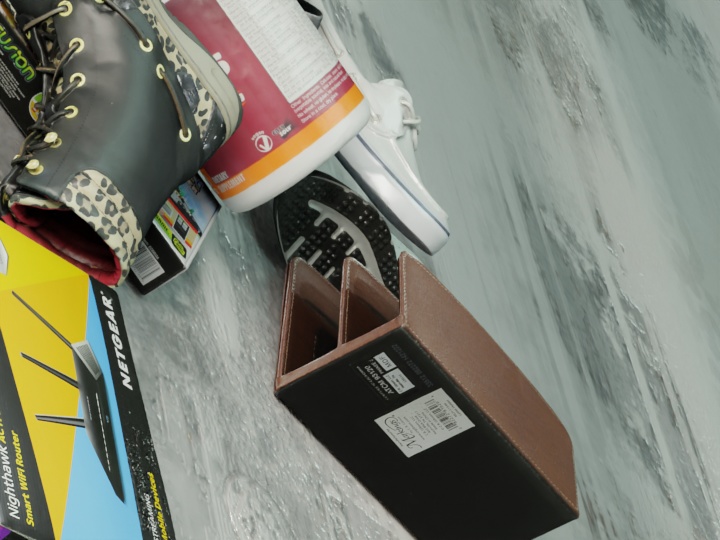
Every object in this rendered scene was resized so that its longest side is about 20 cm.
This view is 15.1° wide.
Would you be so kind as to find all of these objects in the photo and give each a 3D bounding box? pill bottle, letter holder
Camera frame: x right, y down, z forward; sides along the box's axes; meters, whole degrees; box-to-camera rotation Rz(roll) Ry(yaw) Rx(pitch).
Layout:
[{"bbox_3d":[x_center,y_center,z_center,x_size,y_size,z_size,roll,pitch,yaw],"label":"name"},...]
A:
[{"bbox_3d":[-0.091,-0.144,1.647,0.200,0.109,0.110,54,19,-9],"label":"pill bottle"},{"bbox_3d":[0.045,0.072,1.761,0.200,0.100,0.142,48,27,-31],"label":"letter holder"}]

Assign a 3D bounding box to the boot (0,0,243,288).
[{"bbox_3d":[-0.165,-0.103,1.494,0.204,0.073,0.154,46,47,-20],"label":"boot"}]

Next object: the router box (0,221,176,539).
[{"bbox_3d":[-0.162,0.073,1.324,0.149,0.051,0.200,34,31,-49],"label":"router box"}]

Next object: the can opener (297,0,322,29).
[{"bbox_3d":[-0.117,-0.202,1.762,0.200,0.067,0.053,20,20,4],"label":"can opener"}]

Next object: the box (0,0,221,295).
[{"bbox_3d":[-0.162,-0.091,1.602,0.200,0.035,0.110,55,19,-13],"label":"box"}]

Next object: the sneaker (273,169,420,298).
[{"bbox_3d":[0.000,0.000,1.850,0.200,0.074,0.080,49,3,-35],"label":"sneaker"}]

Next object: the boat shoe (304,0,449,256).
[{"bbox_3d":[0.006,-0.101,1.807,0.200,0.065,0.074,52,-1,14],"label":"boat shoe"}]
